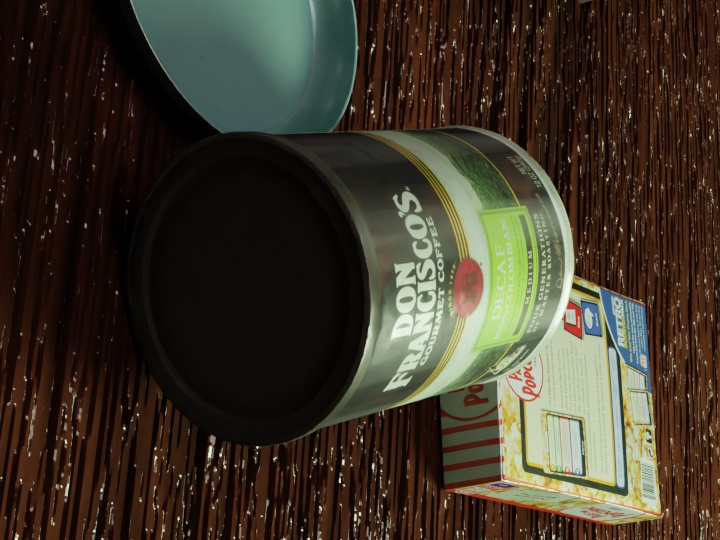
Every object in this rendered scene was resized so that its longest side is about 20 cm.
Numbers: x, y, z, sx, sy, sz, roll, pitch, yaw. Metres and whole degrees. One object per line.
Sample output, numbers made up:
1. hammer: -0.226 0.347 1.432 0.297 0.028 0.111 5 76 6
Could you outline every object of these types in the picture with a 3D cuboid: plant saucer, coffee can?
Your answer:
1. plant saucer: -0.072 -0.158 0.925 0.200 0.027 0.201 23 60 -48
2. coffee can: 0.000 0.000 0.864 0.200 0.146 0.147 -9 86 -55

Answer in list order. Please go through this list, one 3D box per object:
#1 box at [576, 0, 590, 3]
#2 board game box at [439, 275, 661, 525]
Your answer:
1. box: 0.196 -0.296 1.180 0.200 0.163 0.167 -13 89 -73
2. board game box: 0.125 0.077 1.093 0.200 0.046 0.153 21 62 -49
